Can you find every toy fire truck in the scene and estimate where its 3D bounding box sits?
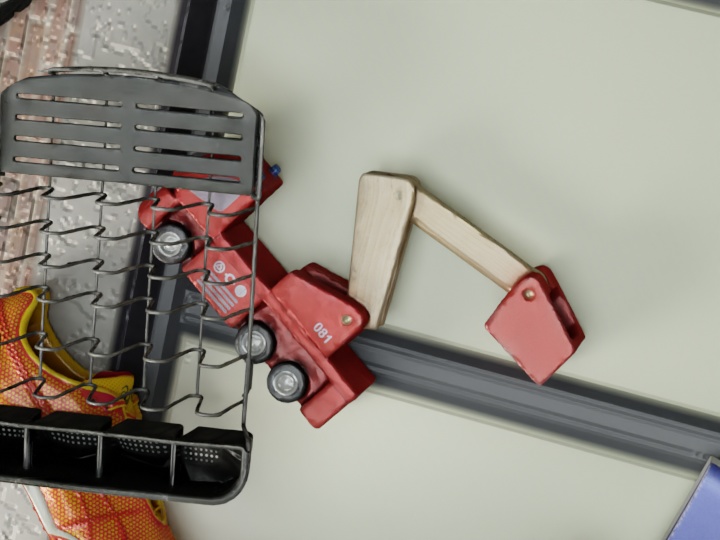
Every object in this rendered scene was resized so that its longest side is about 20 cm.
[{"bbox_3d":[0.000,0.000,1.041,0.141,0.049,0.200,-41,88,15],"label":"toy fire truck"}]

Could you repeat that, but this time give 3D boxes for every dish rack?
[{"bbox_3d":[-0.119,0.004,1.011,0.152,0.055,0.202,5,99,7],"label":"dish rack"}]

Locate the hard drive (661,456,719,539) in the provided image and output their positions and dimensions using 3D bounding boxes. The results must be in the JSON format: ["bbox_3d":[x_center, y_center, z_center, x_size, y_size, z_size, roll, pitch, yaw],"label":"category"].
[{"bbox_3d":[0.228,0.199,1.034,0.199,0.025,0.133,30,104,6],"label":"hard drive"}]

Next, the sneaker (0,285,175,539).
[{"bbox_3d":[-0.135,0.098,1.077,0.077,0.073,0.201,-34,93,5],"label":"sneaker"}]

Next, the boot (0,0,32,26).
[{"bbox_3d":[-0.206,-0.208,1.039,0.199,0.076,0.169,-32,95,21],"label":"boot"}]
